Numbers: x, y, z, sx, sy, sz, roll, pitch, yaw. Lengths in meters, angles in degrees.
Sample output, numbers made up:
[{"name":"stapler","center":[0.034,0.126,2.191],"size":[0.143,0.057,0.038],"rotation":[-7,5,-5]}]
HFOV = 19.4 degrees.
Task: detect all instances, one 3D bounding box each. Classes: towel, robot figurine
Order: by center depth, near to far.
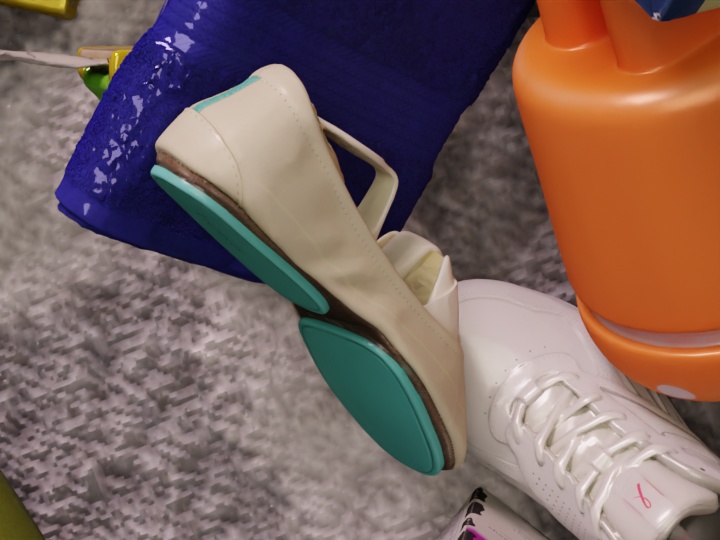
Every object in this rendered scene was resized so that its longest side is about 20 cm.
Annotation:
[{"name":"towel","center":[-0.013,-0.089,0.762],"size":[0.050,0.147,0.201],"rotation":[41,104,45]},{"name":"robot figurine","center":[0.124,-0.036,0.769],"size":[0.143,0.117,0.201],"rotation":[-5,124,23]}]

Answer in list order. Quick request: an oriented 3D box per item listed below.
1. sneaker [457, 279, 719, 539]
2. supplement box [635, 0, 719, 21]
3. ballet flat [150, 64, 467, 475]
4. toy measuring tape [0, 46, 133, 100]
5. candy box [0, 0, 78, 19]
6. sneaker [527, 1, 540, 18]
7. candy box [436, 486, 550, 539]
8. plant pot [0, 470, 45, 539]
[{"name":"sneaker","center":[0.101,0.074,0.804],"size":[0.200,0.099,0.078],"rotation":[40,90,3]},{"name":"supplement box","center":[0.125,-0.208,0.693],"size":[0.200,0.199,0.135],"rotation":[50,132,24]},{"name":"ballet flat","center":[0.000,0.000,0.755],"size":[0.069,0.200,0.070],"rotation":[-17,48,20]},{"name":"toy measuring tape","center":[-0.094,-0.052,0.808],"size":[0.198,0.073,0.074],"rotation":[-4,88,-29]},{"name":"candy box","center":[-0.204,-0.174,0.858],"size":[0.198,0.026,0.103],"rotation":[12,89,2]},{"name":"sneaker","center":[0.128,-0.144,0.824],"size":[0.198,0.070,0.081],"rotation":[0,86,3]},{"name":"candy box","center":[0.073,0.153,0.752],"size":[0.136,0.200,0.061],"rotation":[39,95,4]},{"name":"plant pot","center":[-0.195,0.131,0.782],"size":[0.199,0.200,0.194],"rotation":[-23,76,1]}]
